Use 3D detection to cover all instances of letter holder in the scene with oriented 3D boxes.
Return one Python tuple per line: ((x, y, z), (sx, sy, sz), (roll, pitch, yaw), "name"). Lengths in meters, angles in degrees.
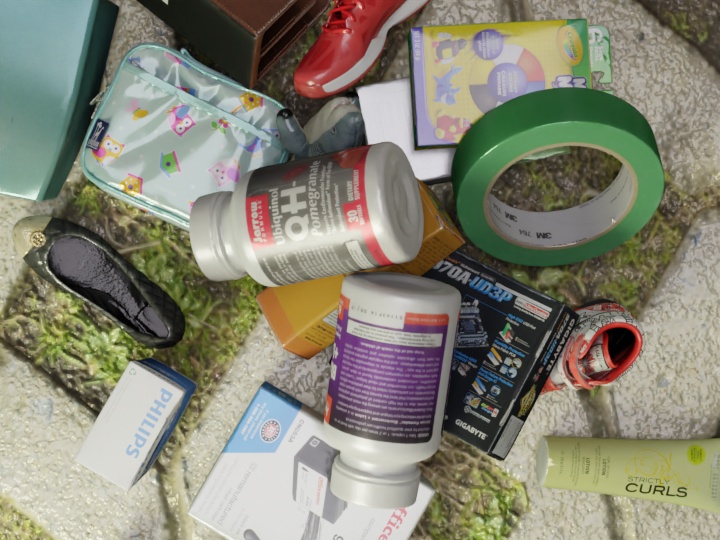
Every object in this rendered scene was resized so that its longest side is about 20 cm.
((-0.133, -0.301, 1.588), (0.200, 0.101, 0.142), (39, 68, 9), "letter holder")

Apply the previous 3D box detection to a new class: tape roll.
((0.187, -0.086, 1.576), (0.198, 0.201, 0.048), (-5, 50, -2), "tape roll")

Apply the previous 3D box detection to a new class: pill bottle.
((-0.051, -0.046, 1.512), (0.198, 0.111, 0.112), (-11, 88, 21), "pill bottle")
((0.025, 0.109, 1.513), (0.110, 0.111, 0.202), (8, 99, -1), "pill bottle")

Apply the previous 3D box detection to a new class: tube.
((0.275, 0.195, 1.639), (0.198, 0.052, 0.058), (6, 128, -6), "tube")

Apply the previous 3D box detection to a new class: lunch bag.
((-0.169, -0.127, 1.619), (0.199, 0.077, 0.161), (26, 88, -2), "lunch bag")

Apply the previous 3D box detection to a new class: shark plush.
((-0.037, -0.078, 1.588), (0.090, 0.083, 0.201), (-6, 125, -37), "shark plush")

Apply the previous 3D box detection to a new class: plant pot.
((-0.326, -0.173, 1.592), (0.140, 0.141, 0.202), (11, 95, -1), "plant pot")

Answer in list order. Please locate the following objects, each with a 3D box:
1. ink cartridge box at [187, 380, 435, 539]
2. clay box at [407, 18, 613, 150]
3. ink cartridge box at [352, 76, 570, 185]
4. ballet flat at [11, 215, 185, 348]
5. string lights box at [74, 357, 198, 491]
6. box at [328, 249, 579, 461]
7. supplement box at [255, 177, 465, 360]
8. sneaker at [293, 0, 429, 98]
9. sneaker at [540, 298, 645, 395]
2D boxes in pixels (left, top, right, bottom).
((-0.047, 0.221, 1.608), (0.199, 0.084, 0.146), (31, 87, -1), "ink cartridge box")
((0.147, -0.179, 1.586), (0.198, 0.048, 0.116), (-4, 89, -2), "clay box")
((0.098, -0.145, 1.637), (0.198, 0.059, 0.105), (-11, 88, -2), "ink cartridge box")
((-0.254, 0.006, 1.622), (0.199, 0.057, 0.067), (33, 87, 0), "ballet flat")
((-0.205, 0.140, 1.548), (0.059, 0.200, 0.103), (30, 87, -1), "string lights box")
((0.087, 0.067, 1.592), (0.199, 0.046, 0.160), (27, 88, 30), "box")
((0.000, 0.000, 1.592), (0.199, 0.069, 0.067), (-37, 61, 14), "supplement box")
((-0.013, -0.266, 1.590), (0.200, 0.078, 0.116), (-52, 135, -26), "sneaker")
((0.180, 0.091, 1.603), (0.200, 0.108, 0.068), (-25, 101, -3), "sneaker")
